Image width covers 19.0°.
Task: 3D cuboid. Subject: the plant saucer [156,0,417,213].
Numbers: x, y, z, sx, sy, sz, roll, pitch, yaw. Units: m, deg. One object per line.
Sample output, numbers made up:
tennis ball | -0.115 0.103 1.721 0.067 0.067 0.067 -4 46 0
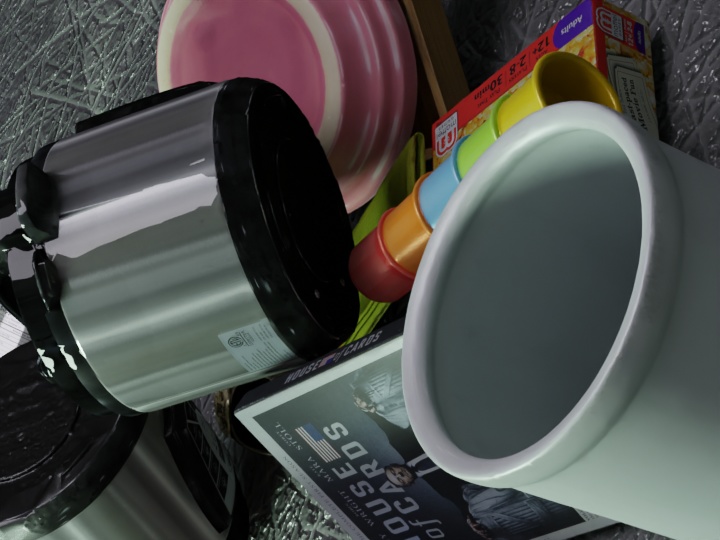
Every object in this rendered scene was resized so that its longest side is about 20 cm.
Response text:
plant saucer | -0.058 -0.125 1.368 0.200 0.051 0.201 12 111 34

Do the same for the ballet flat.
ballet flat | -0.051 0.097 1.391 0.200 0.046 0.068 11 112 58

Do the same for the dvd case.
dvd case | 0.037 0.099 1.171 0.200 0.150 0.025 -28 20 49

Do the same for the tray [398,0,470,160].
tray | 0.003 -0.163 1.366 0.098 0.037 0.201 -15 93 39

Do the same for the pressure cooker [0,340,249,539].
pressure cooker | -0.173 0.159 1.434 0.178 0.200 0.176 8 54 42

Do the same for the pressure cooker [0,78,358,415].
pressure cooker | -0.120 -0.008 1.269 0.199 0.176 0.179 -18 13 17

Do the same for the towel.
towel | 0.000 0.000 1.356 0.200 0.018 0.086 124 150 -54

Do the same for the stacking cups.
stacking cups | 0.057 -0.044 1.175 0.200 0.060 0.061 -38 42 43

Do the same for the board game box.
board game box | 0.105 -0.031 1.214 0.151 0.046 0.201 -38 42 43

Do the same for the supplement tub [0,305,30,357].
supplement tub | -0.236 0.074 1.628 0.145 0.145 0.201 24 93 60

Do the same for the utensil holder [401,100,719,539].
utensil holder | 0.147 0.038 0.963 0.170 0.199 0.171 -38 41 43
